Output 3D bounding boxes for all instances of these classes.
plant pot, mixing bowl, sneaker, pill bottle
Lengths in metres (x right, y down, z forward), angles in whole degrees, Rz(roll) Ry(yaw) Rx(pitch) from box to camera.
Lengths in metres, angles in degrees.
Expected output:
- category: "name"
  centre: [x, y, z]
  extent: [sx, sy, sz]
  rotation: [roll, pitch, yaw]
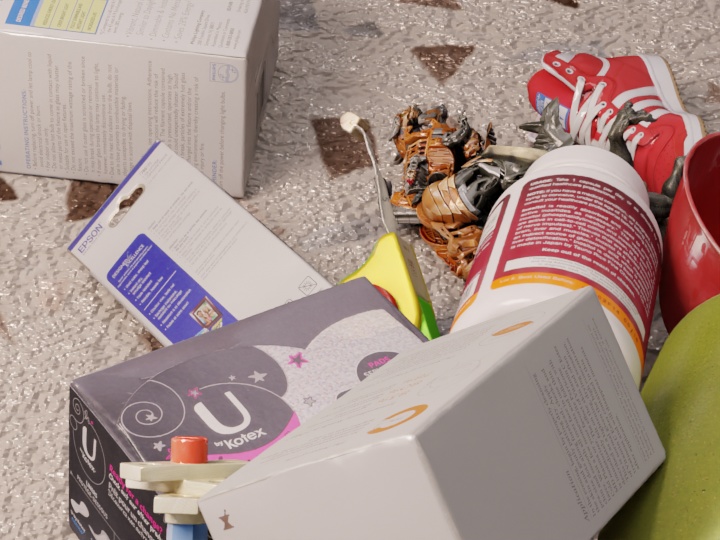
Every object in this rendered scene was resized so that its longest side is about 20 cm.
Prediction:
- category: "plant pot"
  centre: [0.199, 0.136, 0.993]
  extent: [0.187, 0.188, 0.200]
  rotation: [23, 38, 21]
- category: "mixing bowl"
  centre: [0.263, 0.019, 1.204]
  extent: [0.199, 0.109, 0.201]
  rotation: [19, 39, -16]
- category: "sneaker"
  centre: [0.183, -0.102, 1.401]
  extent: [0.112, 0.072, 0.200]
  rotation: [4, 30, -9]
- category: "pill bottle"
  centre: [0.121, 0.009, 1.148]
  extent: [0.112, 0.113, 0.200]
  rotation: [12, 35, 8]

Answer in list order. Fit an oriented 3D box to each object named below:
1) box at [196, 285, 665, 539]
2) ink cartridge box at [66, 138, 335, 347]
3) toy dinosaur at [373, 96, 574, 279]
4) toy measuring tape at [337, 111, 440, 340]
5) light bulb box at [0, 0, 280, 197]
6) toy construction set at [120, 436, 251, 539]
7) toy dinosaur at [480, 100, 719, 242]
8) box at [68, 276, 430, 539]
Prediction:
- category: "box"
  centre: [0.040, 0.097, 0.897]
  extent: [0.124, 0.098, 0.200]
  rotation: [-21, 6, 34]
- category: "ink cartridge box"
  centre: [-0.093, 0.007, 1.209]
  extent: [0.100, 0.039, 0.200]
  rotation: [-50, 55, 1]
- category: "toy dinosaur"
  centre: [0.083, -0.043, 1.320]
  extent: [0.135, 0.102, 0.201]
  rotation: [-15, 67, -4]
- category: "toy measuring tape"
  centre: [0.000, 0.000, 1.216]
  extent: [0.073, 0.074, 0.201]
  rotation: [-10, 70, -20]
- category: "light bulb box"
  centre: [-0.167, -0.166, 1.395]
  extent: [0.199, 0.125, 0.199]
  rotation: [7, 38, 3]
- category: "toy construction set"
  centre: [-0.072, 0.172, 0.929]
  extent: [0.131, 0.201, 0.092]
  rotation: [2, 14, -16]
- category: "toy dinosaur"
  centre: [0.180, -0.055, 1.258]
  extent: [0.200, 0.088, 0.047]
  rotation: [34, 4, -23]
- category: "box"
  centre: [-0.046, 0.106, 1.066]
  extent: [0.199, 0.115, 0.132]
  rotation: [-20, 44, -29]
